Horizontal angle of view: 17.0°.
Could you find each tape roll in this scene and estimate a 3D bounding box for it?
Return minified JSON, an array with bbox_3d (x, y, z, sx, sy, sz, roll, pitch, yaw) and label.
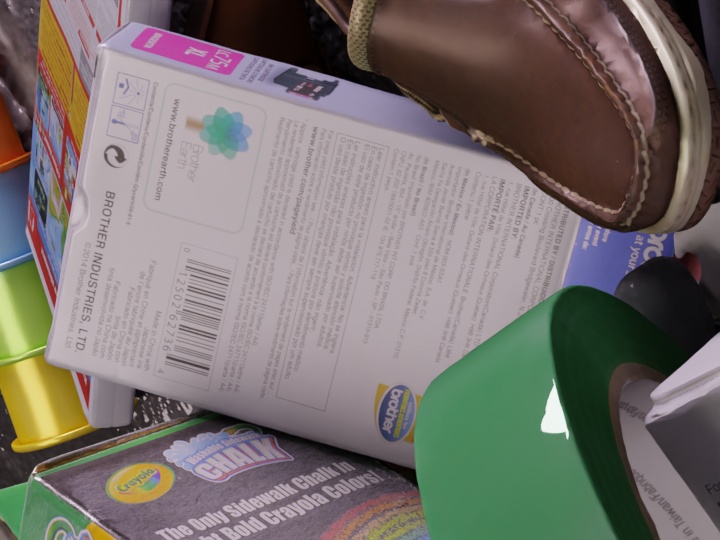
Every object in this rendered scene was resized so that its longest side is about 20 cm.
[{"bbox_3d":[0.093,0.100,0.649,0.048,0.200,0.201,-36,84,18],"label":"tape roll"}]

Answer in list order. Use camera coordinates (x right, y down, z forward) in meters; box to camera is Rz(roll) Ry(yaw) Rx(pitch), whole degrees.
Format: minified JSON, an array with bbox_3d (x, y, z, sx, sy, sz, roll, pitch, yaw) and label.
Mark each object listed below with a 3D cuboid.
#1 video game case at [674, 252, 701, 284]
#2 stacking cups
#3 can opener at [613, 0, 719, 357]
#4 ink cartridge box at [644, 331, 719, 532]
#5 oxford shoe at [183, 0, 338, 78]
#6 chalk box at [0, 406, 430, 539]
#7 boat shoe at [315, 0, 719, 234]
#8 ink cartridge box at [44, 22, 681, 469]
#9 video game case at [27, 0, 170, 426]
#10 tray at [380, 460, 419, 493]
[{"bbox_3d":[0.100,-0.088,0.764,0.143,0.017,0.201,-9,105,50],"label":"video game case"},{"bbox_3d":[-0.158,-0.024,1.060,0.060,0.060,0.201,-13,97,50],"label":"stacking cups"},{"bbox_3d":[0.103,-0.029,0.728,0.053,0.067,0.201,9,120,43],"label":"can opener"},{"bbox_3d":[0.191,0.073,0.648,0.200,0.146,0.083,54,138,0],"label":"ink cartridge box"},{"bbox_3d":[-0.030,-0.069,0.894,0.071,0.071,0.201,15,128,8],"label":"oxford shoe"},{"bbox_3d":[-0.043,0.129,0.813,0.200,0.124,0.124,31,120,34],"label":"chalk box"},{"bbox_3d":[0.030,-0.069,0.725,0.202,0.075,0.075,49,140,50],"label":"boat shoe"},{"bbox_3d":[0.000,0.000,0.815,0.199,0.042,0.120,17,113,7],"label":"ink cartridge box"},{"bbox_3d":[-0.102,-0.062,0.922,0.143,0.017,0.201,-118,30,-52],"label":"video game case"},{"bbox_3d":[0.041,0.124,0.843,0.200,0.037,0.099,19,114,37],"label":"tray"}]
